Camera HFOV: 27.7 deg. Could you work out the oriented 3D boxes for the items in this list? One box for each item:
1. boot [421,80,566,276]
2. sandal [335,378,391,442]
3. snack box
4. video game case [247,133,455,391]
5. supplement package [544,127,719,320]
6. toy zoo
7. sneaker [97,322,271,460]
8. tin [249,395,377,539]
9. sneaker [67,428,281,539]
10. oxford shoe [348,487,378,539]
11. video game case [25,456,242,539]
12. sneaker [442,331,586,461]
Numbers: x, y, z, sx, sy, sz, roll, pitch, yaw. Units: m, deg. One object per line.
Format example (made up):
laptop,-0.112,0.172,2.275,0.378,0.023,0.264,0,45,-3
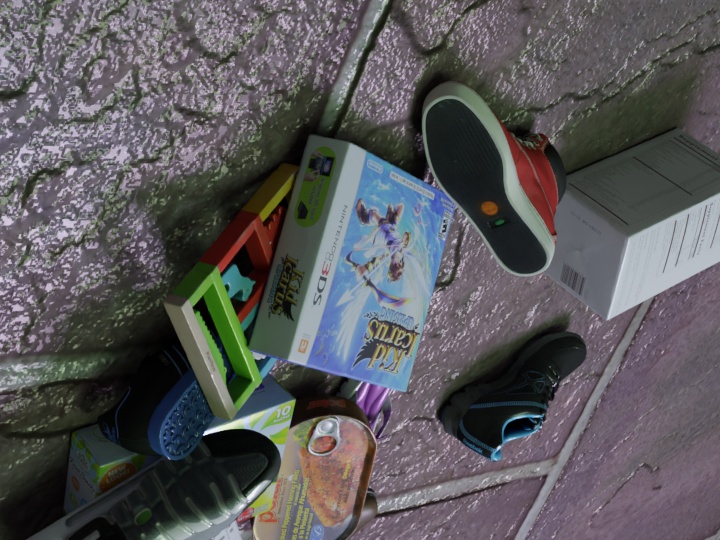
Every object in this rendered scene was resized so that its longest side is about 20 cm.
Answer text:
boot,0.125,-0.113,1.325,0.200,0.072,0.145,57,35,-29
sandal,0.005,0.147,1.449,0.082,0.050,0.203,-5,127,-46
snack box,-0.161,0.178,1.288,0.199,0.053,0.143,-17,134,-36
video game case,0.000,0.000,1.237,0.200,0.045,0.182,21,85,-57
supplement package,0.297,-0.052,1.525,0.200,0.114,0.110,-23,137,-32
toy zoo,-0.076,0.006,1.184,0.200,0.020,0.131,-53,142,-33
sneaker,-0.136,0.079,1.213,0.200,0.078,0.070,-46,133,-44
tin,-0.050,0.202,1.421,0.112,0.042,0.201,-3,129,-21
sneaker,-0.143,0.211,1.205,0.200,0.075,0.116,-31,146,-1
oxford shoe,-0.048,0.307,1.519,0.200,0.084,0.073,-41,144,-14
video game case,-0.190,0.250,1.263,0.182,0.022,0.200,-30,141,-18
sneaker,0.187,0.142,1.622,0.200,0.082,0.073,-33,142,-24
